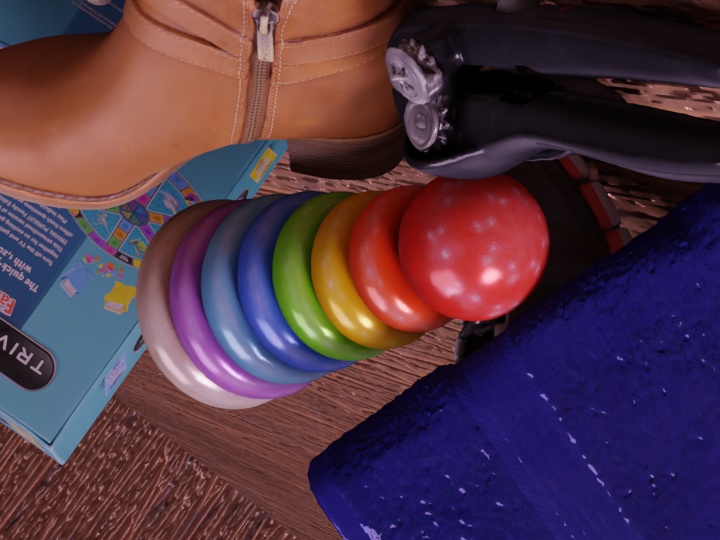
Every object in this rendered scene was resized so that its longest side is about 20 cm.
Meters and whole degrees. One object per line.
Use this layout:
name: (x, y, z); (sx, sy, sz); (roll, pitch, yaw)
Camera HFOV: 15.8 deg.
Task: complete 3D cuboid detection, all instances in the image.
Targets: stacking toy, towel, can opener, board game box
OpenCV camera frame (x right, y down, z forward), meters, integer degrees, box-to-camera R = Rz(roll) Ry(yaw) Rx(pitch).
stacking toy: (0.000, 0.000, 0.977); (0.085, 0.086, 0.200); (40, 150, -25)
towel: (0.096, 0.076, 0.921); (0.148, 0.200, 0.050); (55, -158, 3)
can opener: (0.071, -0.062, 0.843); (0.200, 0.078, 0.064); (7, 112, 63)
board game box: (-0.139, -0.038, 1.177); (0.151, 0.200, 0.047); (34, 170, 8)

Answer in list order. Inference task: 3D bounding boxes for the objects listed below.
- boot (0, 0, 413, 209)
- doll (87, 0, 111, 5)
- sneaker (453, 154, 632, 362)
boot: (-0.074, -0.088, 0.964); (0.199, 0.074, 0.155); (-3, 157, 1)
doll: (-0.137, -0.149, 1.096); (0.199, 0.049, 0.136); (22, 163, 41)
sneaker: (0.064, 0.032, 0.981); (0.201, 0.082, 0.077); (68, 158, 9)
